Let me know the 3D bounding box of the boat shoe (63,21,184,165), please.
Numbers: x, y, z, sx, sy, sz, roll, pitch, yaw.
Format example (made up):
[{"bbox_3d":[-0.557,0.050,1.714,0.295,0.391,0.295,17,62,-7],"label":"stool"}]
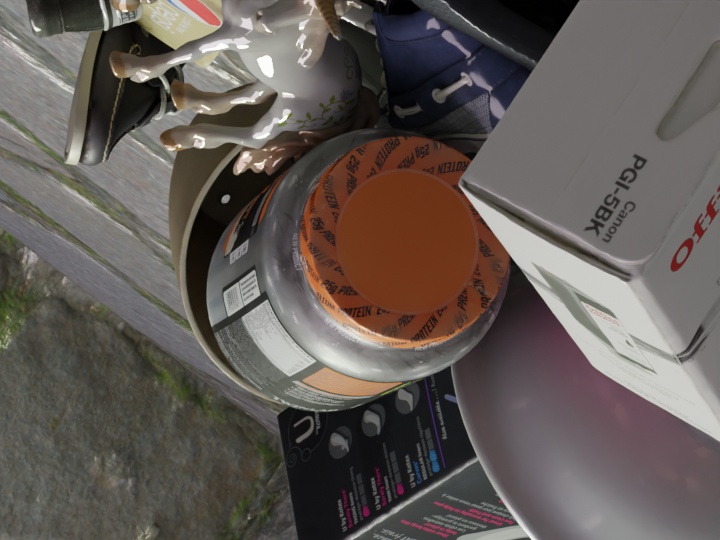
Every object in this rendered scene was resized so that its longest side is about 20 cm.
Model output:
[{"bbox_3d":[-0.119,-0.118,1.565,0.063,0.073,0.200,16,-147,-2],"label":"boat shoe"}]

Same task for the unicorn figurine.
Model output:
[{"bbox_3d":[-0.045,-0.105,1.311,0.137,0.074,0.200,-8,166,17],"label":"unicorn figurine"}]

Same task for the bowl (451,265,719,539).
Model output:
[{"bbox_3d":[0.147,0.066,1.436,0.201,0.201,0.090,37,128,-26],"label":"bowl"}]

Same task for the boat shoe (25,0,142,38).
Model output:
[{"bbox_3d":[-0.169,-0.181,1.444,0.200,0.064,0.071,-123,17,-54],"label":"boat shoe"}]

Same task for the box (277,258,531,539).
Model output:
[{"bbox_3d":[0.067,0.093,1.575,0.122,0.200,0.106,21,-134,-41],"label":"box"}]

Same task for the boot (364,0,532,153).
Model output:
[{"bbox_3d":[0.037,-0.105,1.358,0.090,0.073,0.200,49,165,-16],"label":"boot"}]

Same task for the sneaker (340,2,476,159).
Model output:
[{"bbox_3d":[0.014,-0.068,1.495,0.200,0.099,0.071,37,173,-19],"label":"sneaker"}]

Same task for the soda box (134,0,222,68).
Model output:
[{"bbox_3d":[-0.079,-0.159,1.439,0.068,0.064,0.200,33,171,-6],"label":"soda box"}]

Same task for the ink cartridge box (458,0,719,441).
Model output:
[{"bbox_3d":[0.133,-0.037,1.072,0.083,0.147,0.200,30,171,28],"label":"ink cartridge box"}]

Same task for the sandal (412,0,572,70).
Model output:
[{"bbox_3d":[0.092,-0.104,1.235,0.200,0.043,0.076,26,-177,-29],"label":"sandal"}]

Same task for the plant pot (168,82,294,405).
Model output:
[{"bbox_3d":[-0.042,-0.041,1.684,0.187,0.187,0.200,37,-175,-26],"label":"plant pot"}]

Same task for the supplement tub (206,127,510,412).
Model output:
[{"bbox_3d":[0.000,0.000,1.368,0.123,0.123,0.200,34,165,-7],"label":"supplement tub"}]
